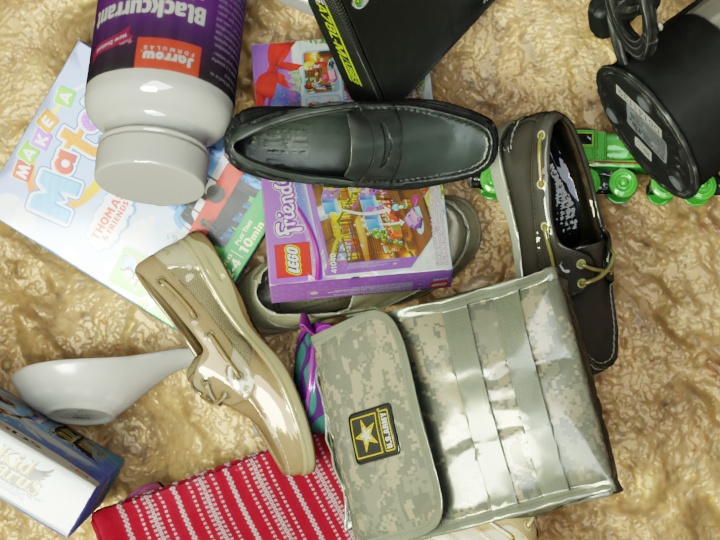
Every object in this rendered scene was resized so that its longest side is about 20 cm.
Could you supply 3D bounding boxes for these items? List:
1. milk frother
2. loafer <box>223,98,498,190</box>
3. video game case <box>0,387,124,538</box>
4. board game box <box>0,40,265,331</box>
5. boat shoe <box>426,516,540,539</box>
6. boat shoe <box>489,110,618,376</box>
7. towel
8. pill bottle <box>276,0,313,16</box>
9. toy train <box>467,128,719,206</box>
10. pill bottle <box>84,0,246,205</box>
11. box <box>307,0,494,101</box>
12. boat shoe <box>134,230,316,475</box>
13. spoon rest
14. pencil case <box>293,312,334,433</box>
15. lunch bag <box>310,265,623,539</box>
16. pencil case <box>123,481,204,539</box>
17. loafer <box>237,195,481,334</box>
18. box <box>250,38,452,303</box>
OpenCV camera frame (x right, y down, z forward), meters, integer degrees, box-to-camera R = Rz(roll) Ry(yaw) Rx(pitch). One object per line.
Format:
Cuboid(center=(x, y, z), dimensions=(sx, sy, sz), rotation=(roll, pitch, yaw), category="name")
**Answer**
Cuboid(center=(0.265, -0.186, 1.515), dimensions=(0.188, 0.200, 0.181), rotation=(-36, 82, -10), category="milk frother")
Cuboid(center=(0.001, -0.088, 1.507), dimensions=(0.199, 0.070, 0.069), rotation=(1, 102, 1), category="loafer")
Cuboid(center=(-0.268, 0.120, 1.539), dimensions=(0.180, 0.200, 0.046), rotation=(32, 90, -1), category="video game case")
Cuboid(center=(-0.169, -0.060, 1.615), dimensions=(0.199, 0.037, 0.152), rotation=(31, 92, 0), category="board game box")
Cuboid(center=(0.098, 0.188, 1.545), dimensions=(0.199, 0.074, 0.070), rotation=(27, 88, 5), category="boat shoe")
Cuboid(center=(0.152, -0.018, 1.548), dimensions=(0.071, 0.060, 0.203), rotation=(-21, 95, -40), category="boat shoe")
Cuboid(center=(-0.085, 0.206, 1.548), dimensions=(0.199, 0.023, 0.145), rotation=(-19, 63, -19), category="towel")
Cuboid(center=(-0.004, -0.289, 1.568), dimensions=(0.114, 0.114, 0.201), rotation=(22, 92, 0), category="pill bottle")
Cuboid(center=(0.182, -0.081, 1.611), dimensions=(0.198, 0.042, 0.057), rotation=(1, 81, 1), category="toy train")
Cuboid(center=(-0.144, -0.156, 1.544), dimensions=(0.110, 0.112, 0.202), rotation=(5, 70, 0), category="pill bottle")
Cuboid(center=(0.042, -0.243, 1.513), dimensions=(0.047, 0.194, 0.200), rotation=(29, 68, 37), category="box")
Cuboid(center=(-0.100, 0.071, 1.562), dimensions=(0.064, 0.071, 0.201), rotation=(-28, 83, -17), category="boat shoe")
Cuboid(center=(-0.166, 0.088, 1.602), dimensions=(0.198, 0.099, 0.061), rotation=(7, 70, -14), category="spoon rest")
Cuboid(center=(0.049, 0.084, 1.585), dimensions=(0.198, 0.085, 0.093), rotation=(2, 114, -6), category="pencil case")
Cuboid(center=(0.068, 0.102, 1.479), dimensions=(0.198, 0.118, 0.165), rotation=(-15, 81, 9), category="lunch bag")
Cuboid(center=(-0.111, 0.253, 1.582), dimensions=(0.200, 0.091, 0.094), rotation=(40, 112, 17), category="pencil case")
Cuboid(center=(0.000, 0.000, 1.599), dimensions=(0.199, 0.068, 0.076), rotation=(-23, 91, 1), category="loafer")
Cuboid(center=(-0.008, -0.080, 1.572), dimensions=(0.136, 0.039, 0.202), rotation=(-5, 68, -1), category="box")
